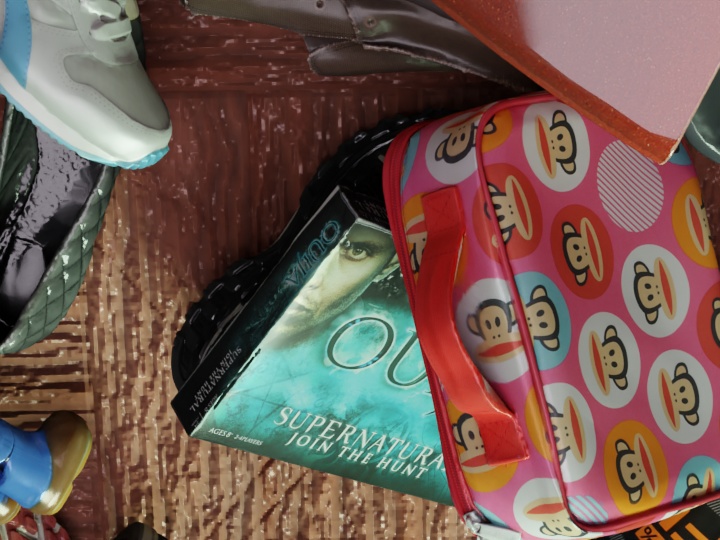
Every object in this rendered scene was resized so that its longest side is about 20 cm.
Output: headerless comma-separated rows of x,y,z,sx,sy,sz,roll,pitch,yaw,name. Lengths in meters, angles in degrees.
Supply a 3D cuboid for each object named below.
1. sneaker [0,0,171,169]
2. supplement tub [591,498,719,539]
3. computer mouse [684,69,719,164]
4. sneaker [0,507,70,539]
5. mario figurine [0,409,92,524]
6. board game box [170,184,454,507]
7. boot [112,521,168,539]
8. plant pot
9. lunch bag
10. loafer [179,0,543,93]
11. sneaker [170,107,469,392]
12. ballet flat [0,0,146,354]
-0.140,-0.136,1.187,0.081,0.076,0.201,-33,92,19,sneaker
0.181,0.122,1.300,0.122,0.123,0.200,31,110,-12,supplement tub
0.226,-0.075,1.258,0.199,0.053,0.139,20,110,-21,computer mouse
-0.237,0.140,1.346,0.199,0.082,0.078,12,77,-19,sneaker
-0.219,0.041,1.254,0.123,0.106,0.200,-43,129,18,mario figurine
0.024,0.042,1.263,0.199,0.028,0.136,18,118,-43,board game box
-0.088,0.231,1.376,0.150,0.073,0.201,20,116,-7,boot
0.090,-0.196,1.125,0.175,0.200,0.201,24,111,-7,plant pot
0.086,0.021,1.186,0.082,0.176,0.201,-15,87,41,lunch bag
0.004,-0.124,1.233,0.199,0.073,0.071,21,123,-3,loafer
0.000,0.000,1.287,0.200,0.074,0.079,-42,138,10,sneaker
-0.142,-0.052,1.263,0.066,0.057,0.201,13,109,-2,ballet flat
